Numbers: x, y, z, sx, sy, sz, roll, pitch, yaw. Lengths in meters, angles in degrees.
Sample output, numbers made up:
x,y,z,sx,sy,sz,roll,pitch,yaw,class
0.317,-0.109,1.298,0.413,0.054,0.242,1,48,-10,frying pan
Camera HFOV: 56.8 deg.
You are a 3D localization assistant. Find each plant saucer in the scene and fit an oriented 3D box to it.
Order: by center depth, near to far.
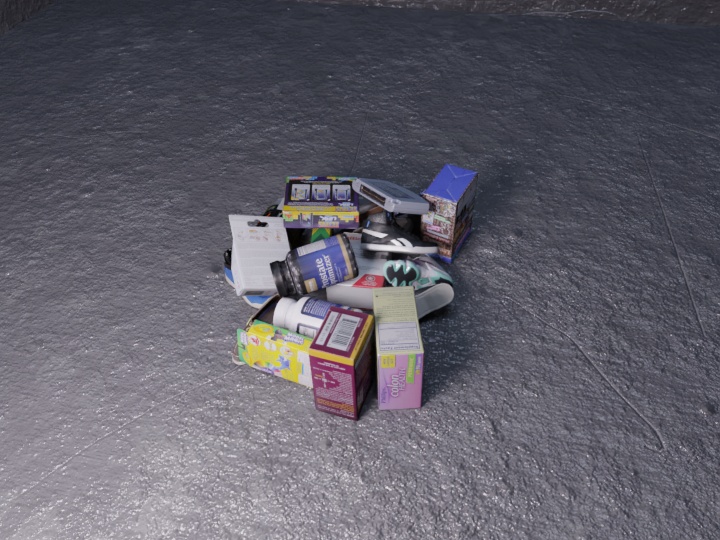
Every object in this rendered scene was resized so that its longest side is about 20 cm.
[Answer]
x,y,z,sx,sy,sz,roll,pitch,yaw,class
0.028,-0.163,1.853,0.198,0.037,0.201,-22,10,4,plant saucer

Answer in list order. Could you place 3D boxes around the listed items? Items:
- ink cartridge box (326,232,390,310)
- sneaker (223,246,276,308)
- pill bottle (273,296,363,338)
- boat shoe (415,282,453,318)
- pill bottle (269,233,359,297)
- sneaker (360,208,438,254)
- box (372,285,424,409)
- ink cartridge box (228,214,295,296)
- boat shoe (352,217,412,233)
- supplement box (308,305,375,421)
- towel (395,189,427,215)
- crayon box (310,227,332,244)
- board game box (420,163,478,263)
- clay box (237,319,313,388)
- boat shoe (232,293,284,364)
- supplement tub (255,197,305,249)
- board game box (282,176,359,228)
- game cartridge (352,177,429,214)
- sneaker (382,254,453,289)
x,y,z,sx,sy,sz,roll,pitch,yaw,class
0.000,0.000,1.715,0.142,0.085,0.201,5,43,8,ink cartridge box
-0.280,0.012,1.691,0.076,0.112,0.199,-31,49,-30,sneaker
-0.099,0.125,1.557,0.197,0.112,0.112,13,43,16,pill bottle
0.132,0.082,1.636,0.198,0.075,0.060,-25,2,-2,boat shoe
-0.112,-0.008,1.591,0.197,0.113,0.112,-19,43,-5,pill bottle
0.099,-0.101,1.669,0.197,0.114,0.073,4,0,4,sneaker
0.079,0.167,1.453,0.095,0.178,0.201,-2,41,-1,box
-0.248,-0.036,1.664,0.161,0.057,0.202,0,60,-37,ink cartridge box
0.061,-0.116,1.854,0.198,0.071,0.071,-20,44,-19,boat shoe
-0.035,0.197,1.406,0.102,0.202,0.132,11,42,15,supplement box
0.162,-0.196,1.861,0.024,0.144,0.200,59,27,2,towel
-0.098,-0.064,1.761,0.050,0.128,0.201,1,40,3,crayon box
0.236,-0.154,1.791,0.096,0.202,0.160,19,45,21,board game box
-0.176,0.183,1.478,0.197,0.116,0.048,18,43,12,clay box
-0.240,0.136,1.583,0.071,0.060,0.200,22,51,23,boat shoe
-0.227,-0.095,1.802,0.121,0.124,0.201,9,42,13,supplement tub
-0.102,-0.181,1.754,0.197,0.057,0.167,1,42,-1,board game box
0.082,-0.190,1.706,0.132,0.042,0.200,6,20,-35,game cartridge
0.132,-0.006,1.705,0.198,0.078,0.140,19,25,-24,sneaker
